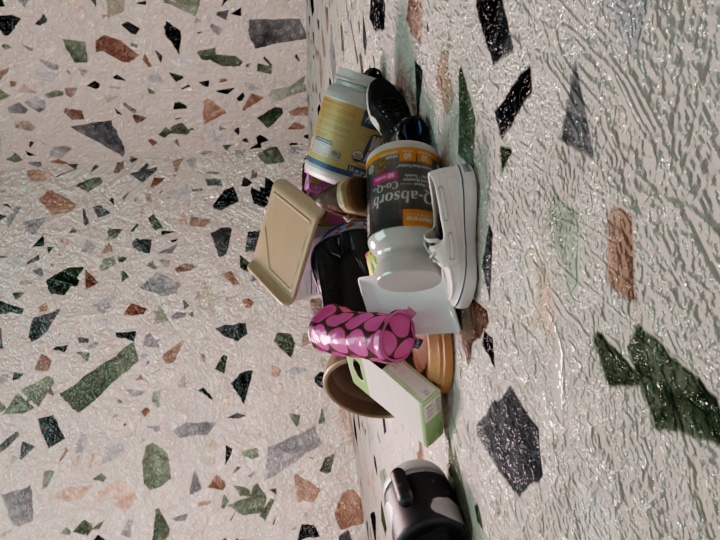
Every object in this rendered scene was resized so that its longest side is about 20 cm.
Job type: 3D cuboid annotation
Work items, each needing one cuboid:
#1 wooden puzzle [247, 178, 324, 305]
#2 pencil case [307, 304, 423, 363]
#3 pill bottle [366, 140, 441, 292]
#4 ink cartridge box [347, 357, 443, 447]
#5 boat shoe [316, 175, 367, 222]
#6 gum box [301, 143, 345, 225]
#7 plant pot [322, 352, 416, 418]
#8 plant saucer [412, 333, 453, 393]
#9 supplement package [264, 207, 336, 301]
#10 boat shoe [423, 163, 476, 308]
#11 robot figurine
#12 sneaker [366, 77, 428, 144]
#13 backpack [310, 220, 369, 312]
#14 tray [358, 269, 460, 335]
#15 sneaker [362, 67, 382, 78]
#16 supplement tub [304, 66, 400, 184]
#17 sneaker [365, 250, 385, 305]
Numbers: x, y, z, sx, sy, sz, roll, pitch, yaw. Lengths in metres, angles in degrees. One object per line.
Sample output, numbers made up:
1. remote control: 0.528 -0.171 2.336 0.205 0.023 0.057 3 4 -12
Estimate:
1. wooden puzzle: -0.143 -0.058 1.327 0.185 0.037 0.201 39 113 47
2. pencil case: 0.002 0.098 1.116 0.199 0.091 0.094 2 63 48
3. pill bottle: 0.067 -0.078 1.001 0.117 0.115 0.202 103 167 -69
4. ink cartridge box: 0.058 0.204 1.205 0.200 0.048 0.146 38 154 35
5. boat shoe: -0.006 -0.112 1.084 0.200 0.071 0.073 -16 -86 -65
6. gum box: -0.059 -0.179 1.401 0.201 0.113 0.066 -95 21 -50
7. plant pot: 0.033 0.171 1.378 0.201 0.198 0.175 91 -174 -46
8. plant saucer: 0.115 0.111 1.168 0.200 0.037 0.202 174 90 -84
9. supplement package: -0.084 -0.061 1.471 0.152 0.199 0.152 49 148 43
10. boat shoe: 0.116 -0.042 0.911 0.074 0.065 0.202 -116 21 -69
11. robot figurine: 0.104 0.413 1.149 0.200 0.124 0.151 -108 27 -59
12. sneaker: 0.068 -0.250 1.129 0.112 0.072 0.201 119 135 -72
13. backpack: 0.000 0.000 1.308 0.154 0.199 0.192 -80 -30 -66
14. tray: 0.078 0.049 1.089 0.199 0.022 0.108 -10 100 50
15. sneaker: 0.024 -0.323 1.415 0.091 0.075 0.202 147 114 -74
16. supplement tub: -0.012 -0.261 1.276 0.145 0.144 0.201 -117 43 -71
17. sneaker: 0.049 -0.029 1.163 0.078 0.090 0.202 -7 -63 -57
